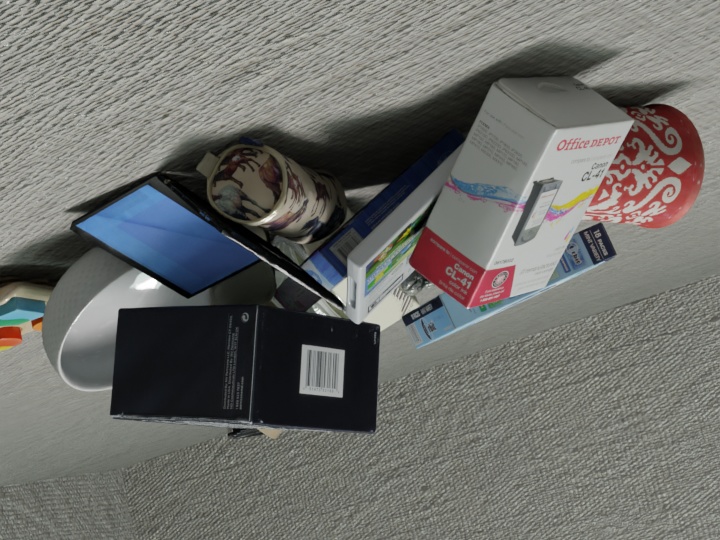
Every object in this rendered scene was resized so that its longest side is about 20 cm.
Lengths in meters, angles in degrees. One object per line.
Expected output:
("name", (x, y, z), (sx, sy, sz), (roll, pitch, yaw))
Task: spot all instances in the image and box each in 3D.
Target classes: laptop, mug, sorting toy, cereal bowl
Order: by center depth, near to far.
("laptop", (-0.147, -0.005, 1.503), (0.177, 0.200, 0.103), (34, 93, -44))
("mug", (0.230, -0.103, 1.658), (0.200, 0.134, 0.177), (-2, 163, -41))
("cereal bowl", (-0.257, 0.030, 1.691), (0.200, 0.083, 0.200), (-32, 150, -21))
("sorting toy", (-0.401, 0.058, 1.783), (0.185, 0.037, 0.200), (-20, 170, 24))

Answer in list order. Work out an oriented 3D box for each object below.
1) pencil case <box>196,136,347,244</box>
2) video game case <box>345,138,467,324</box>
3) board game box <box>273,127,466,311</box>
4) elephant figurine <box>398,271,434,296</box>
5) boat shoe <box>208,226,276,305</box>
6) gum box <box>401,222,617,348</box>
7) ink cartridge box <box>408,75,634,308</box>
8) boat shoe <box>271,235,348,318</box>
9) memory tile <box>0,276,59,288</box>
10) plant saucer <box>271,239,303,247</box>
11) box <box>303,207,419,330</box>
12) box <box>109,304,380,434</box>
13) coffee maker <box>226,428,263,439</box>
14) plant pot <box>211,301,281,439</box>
("pencil case", (-0.078, -0.073, 1.502), (0.078, 0.089, 0.200), (-49, 164, 8))
("video game case", (0.060, -0.046, 1.550), (0.200, 0.022, 0.182), (-44, 168, -14))
("board game box", (0.012, -0.045, 1.644), (0.200, 0.043, 0.199), (-42, 180, -21))
("elephant figurine", (0.108, -0.037, 1.789), (0.141, 0.155, 0.200), (9, 177, -6))
("boat shoe", (-0.125, -0.018, 1.654), (0.072, 0.060, 0.202), (-3, 154, -5))
("gum box", (0.159, 0.018, 1.738), (0.200, 0.045, 0.170), (-24, 176, -15))
("ink cartridge box", (0.150, -0.075, 1.486), (0.148, 0.086, 0.200), (-12, 135, -51))
("boat shoe", (-0.051, 0.038, 1.876), (0.074, 0.065, 0.202), (-8, 139, 35))
("memory tile", (-0.427, 0.037, 1.780), (0.153, 0.017, 0.200), (-19, 169, 23))
("plant saucer", (-0.078, -0.016, 1.964), (0.200, 0.032, 0.200), (-15, 170, -3))
("box", (0.000, 0.000, 1.867), (0.068, 0.082, 0.200), (-32, 156, 6))
("box", (-0.118, 0.102, 1.634), (0.198, 0.123, 0.200), (-3, 170, 38))
("coffee maker", (-0.126, 0.117, 2.148), (0.135, 0.200, 0.192), (-11, 170, -27))
("plant pot", (-0.138, 0.092, 1.940), (0.135, 0.200, 0.200), (-50, 170, -2))
